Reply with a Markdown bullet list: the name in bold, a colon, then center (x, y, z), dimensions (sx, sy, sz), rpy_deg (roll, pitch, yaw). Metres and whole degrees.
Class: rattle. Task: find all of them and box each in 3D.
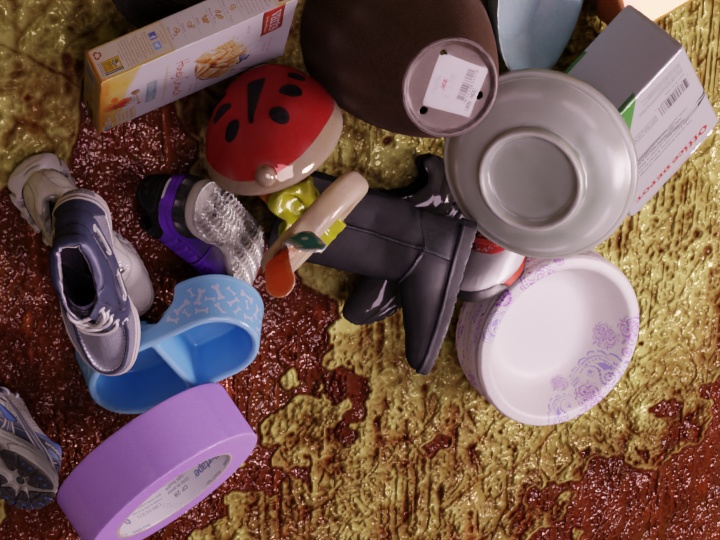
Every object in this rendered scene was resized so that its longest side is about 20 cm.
- **rattle**: center (-0.080, -0.063, 1.643), dimensions (0.130, 0.200, 0.144), rpy_deg (-29, 96, 30)

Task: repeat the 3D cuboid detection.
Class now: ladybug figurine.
- **ladybug figurine**: center (-0.086, -0.137, 1.643), dimensions (0.134, 0.201, 0.072), rpy_deg (-18, 117, 5)

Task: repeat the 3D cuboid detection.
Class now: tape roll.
- **tape roll**: center (-0.201, 0.198, 1.747), dimensions (0.199, 0.066, 0.200), rpy_deg (-35, 165, -11)

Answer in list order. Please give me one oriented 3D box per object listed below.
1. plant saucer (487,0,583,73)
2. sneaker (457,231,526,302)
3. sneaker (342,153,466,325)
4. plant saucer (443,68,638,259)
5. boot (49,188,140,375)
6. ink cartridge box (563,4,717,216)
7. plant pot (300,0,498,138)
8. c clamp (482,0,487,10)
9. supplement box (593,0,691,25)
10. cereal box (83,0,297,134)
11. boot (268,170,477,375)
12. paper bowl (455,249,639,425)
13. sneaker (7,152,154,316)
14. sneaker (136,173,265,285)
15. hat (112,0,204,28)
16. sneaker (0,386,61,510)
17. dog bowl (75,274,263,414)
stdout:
- **plant saucer**: center (0.169, -0.291, 1.748), dimensions (0.201, 0.038, 0.203), rpy_deg (-34, 131, -49)
- **sneaker**: center (0.151, -0.064, 1.842), dimensions (0.201, 0.067, 0.109), rpy_deg (-44, 130, -32)
- **sneaker**: center (0.037, -0.035, 1.833), dimensions (0.091, 0.076, 0.201), rpy_deg (38, 85, -25)
- **plant saucer**: center (0.172, -0.096, 1.731), dimensions (0.198, 0.050, 0.202), rpy_deg (9, 118, 17)
- **boot**: center (-0.249, 0.033, 1.608), dimensions (0.072, 0.091, 0.202), rpy_deg (-7, 123, 4)
- **ink cartridge box**: center (0.281, -0.162, 1.832), dimensions (0.147, 0.083, 0.200), rpy_deg (-47, 151, 1)
- **plant pot**: center (0.056, -0.203, 1.662), dimensions (0.185, 0.200, 0.189), rpy_deg (-6, 114, -14)
- **c clamp**: center (0.101, -0.246, 1.784), dimensions (0.169, 0.027, 0.202), rpy_deg (-4, 114, -25)
- **supplement box**: center (0.338, -0.326, 1.842), dimensions (0.199, 0.069, 0.067), rpy_deg (-29, 124, -10)
- **cereal box**: center (-0.158, -0.200, 1.615), dimensions (0.198, 0.144, 0.040), rpy_deg (-25, 81, -13)
- **boot**: center (0.000, -0.001, 1.769), dimensions (0.198, 0.066, 0.167), rpy_deg (17, 88, -3)
- **paper bowl**: center (0.196, 0.059, 1.927), dimensions (0.199, 0.104, 0.203), rpy_deg (-11, 118, -22)
- **sneaker**: center (-0.260, -0.019, 1.679), dimensions (0.075, 0.081, 0.200), rpy_deg (-41, 125, -6)
- **sneaker**: center (-0.162, -0.041, 1.724), dimensions (0.200, 0.099, 0.070), rpy_deg (63, 44, -59)
- **hat**: center (-0.143, -0.300, 1.605), dimensions (0.199, 0.081, 0.203), rpy_deg (-10, 116, -21)
- **sneaker**: center (-0.370, 0.145, 1.710), dimensions (0.077, 0.085, 0.200), rpy_deg (-38, 106, 24)
- **dog bowl**: center (-0.186, 0.078, 1.733), dimensions (0.198, 0.050, 0.112), rpy_deg (-24, 137, 12)
